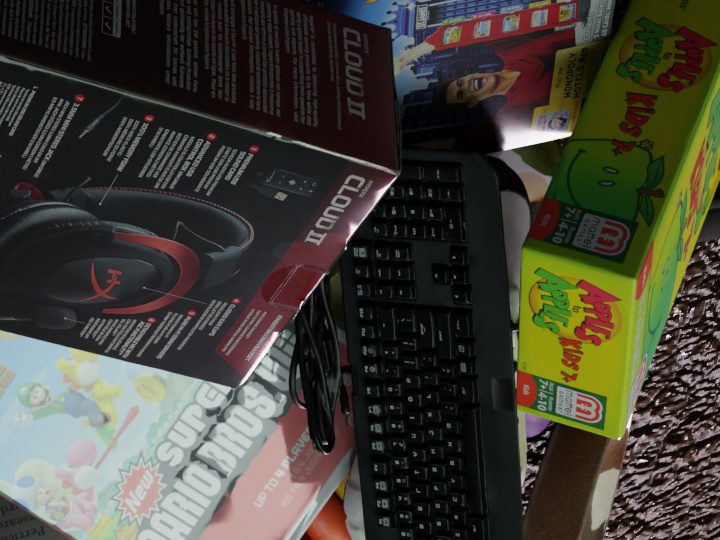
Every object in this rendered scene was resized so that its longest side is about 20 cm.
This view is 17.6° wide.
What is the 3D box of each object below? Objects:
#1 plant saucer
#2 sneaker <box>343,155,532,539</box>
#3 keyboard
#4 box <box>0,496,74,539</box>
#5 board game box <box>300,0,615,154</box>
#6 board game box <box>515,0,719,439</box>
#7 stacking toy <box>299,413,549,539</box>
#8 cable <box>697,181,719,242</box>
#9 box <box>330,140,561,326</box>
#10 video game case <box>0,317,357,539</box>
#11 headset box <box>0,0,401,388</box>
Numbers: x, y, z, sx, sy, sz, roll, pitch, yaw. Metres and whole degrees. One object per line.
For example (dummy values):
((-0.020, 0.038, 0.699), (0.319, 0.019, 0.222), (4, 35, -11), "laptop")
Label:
((0.101, 0.147, 1.196), (0.034, 0.201, 0.201), (15, 139, 10), "plant saucer")
((0.048, 0.050, 0.995), (0.073, 0.080, 0.202), (-6, 117, -27), "sneaker")
((0.011, 0.048, 0.941), (0.040, 0.103, 0.202), (-32, 122, -53), "keyboard")
((-0.219, 0.182, 1.089), (0.198, 0.131, 0.200), (-15, 141, -10), "box")
((0.001, -0.123, 0.906), (0.198, 0.062, 0.201), (-11, 141, -12), "board game box")
((0.118, -0.042, 0.959), (0.047, 0.201, 0.102), (15, 142, 15), "board game box")
((0.009, 0.090, 1.088), (0.200, 0.085, 0.086), (-41, 143, -11), "stacking toy")
((0.188, -0.051, 1.110), (0.199, 0.051, 0.097), (-12, 147, -30), "cable")
((0.000, 0.000, 1.056), (0.200, 0.050, 0.075), (-42, 138, 22), "box")
((-0.092, 0.051, 0.999), (0.199, 0.017, 0.143), (36, 91, -25), "video game case")
((-0.087, -0.040, 0.863), (0.198, 0.076, 0.149), (15, 139, -21), "headset box")
